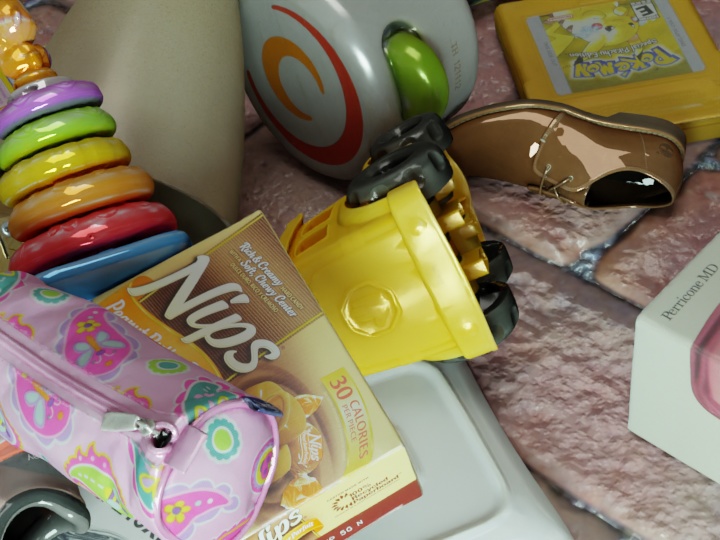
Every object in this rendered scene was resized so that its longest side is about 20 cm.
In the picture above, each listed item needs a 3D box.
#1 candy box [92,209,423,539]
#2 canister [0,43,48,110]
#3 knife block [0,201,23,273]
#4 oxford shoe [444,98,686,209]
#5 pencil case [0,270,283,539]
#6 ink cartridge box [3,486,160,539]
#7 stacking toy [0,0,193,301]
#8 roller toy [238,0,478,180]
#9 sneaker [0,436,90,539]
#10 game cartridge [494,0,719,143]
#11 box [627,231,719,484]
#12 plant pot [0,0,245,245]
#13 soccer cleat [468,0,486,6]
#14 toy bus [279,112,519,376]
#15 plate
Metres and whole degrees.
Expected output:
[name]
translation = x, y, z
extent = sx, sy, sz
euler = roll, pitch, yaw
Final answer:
[candy box]
translation = -0.062, 0.068, 0.741
extent = 0.115, 0.056, 0.201
euler = -28, 48, -7
[canister]
translation = -0.275, -0.118, 1.107
extent = 0.198, 0.087, 0.149
euler = -26, 47, -16
[knife block]
translation = -0.297, -0.018, 0.951
extent = 0.198, 0.065, 0.176
euler = -14, 21, 4
[oxford shoe]
translation = 0.150, -0.083, 1.027
extent = 0.197, 0.072, 0.072
euler = 4, 51, 10
[pencil case]
translation = -0.130, 0.067, 0.676
extent = 0.199, 0.088, 0.087
euler = 24, 52, 37
[ink cartridge box]
translation = -0.162, 0.177, 0.770
extent = 0.144, 0.085, 0.200
euler = 26, 62, 32
[stacking toy]
translation = -0.188, -0.077, 0.827
extent = 0.109, 0.116, 0.202
euler = -19, 86, -23
[roller toy]
translation = -0.003, -0.182, 1.062
extent = 0.139, 0.183, 0.200
euler = -38, 83, -30
[sneaker]
translation = -0.227, 0.167, 0.695
extent = 0.200, 0.077, 0.082
euler = -41, 58, -17
[game cartridge]
translation = 0.219, -0.175, 1.136
extent = 0.174, 0.033, 0.201
euler = -10, 43, -2
[box]
translation = 0.281, 0.073, 0.818
extent = 0.199, 0.110, 0.128
euler = 30, 56, 32
[plant pot]
translation = -0.159, -0.138, 0.987
extent = 0.185, 0.187, 0.202
euler = 8, 73, 16
[soccer cleat]
translation = 0.094, -0.274, 1.231
extent = 0.199, 0.065, 0.084
euler = -32, 47, -23
[toy bus]
translation = 0.000, 0.000, 0.921
extent = 0.190, 0.137, 0.200
euler = -26, 17, 14
[plate]
translation = 0.007, 0.133, 0.851
extent = 0.198, 0.033, 0.201
euler = -19, 45, -11
